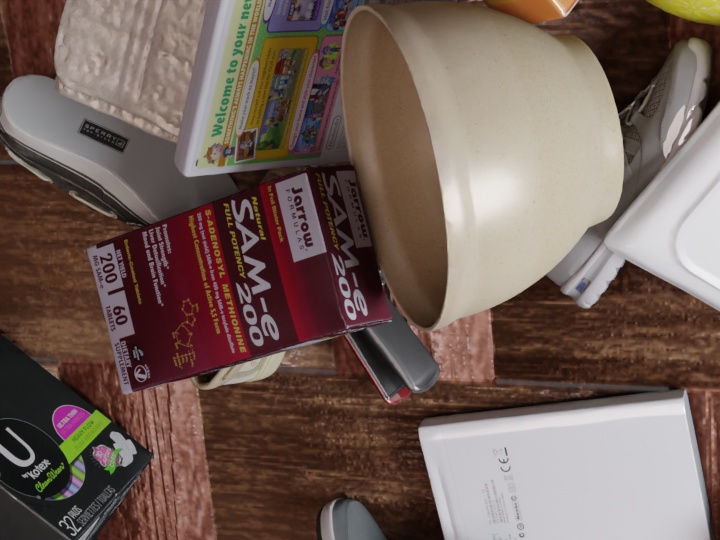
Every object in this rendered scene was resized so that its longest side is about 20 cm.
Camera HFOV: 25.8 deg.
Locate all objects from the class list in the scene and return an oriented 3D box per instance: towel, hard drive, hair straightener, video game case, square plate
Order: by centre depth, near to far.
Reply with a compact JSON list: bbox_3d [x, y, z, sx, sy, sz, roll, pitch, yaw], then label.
[{"bbox_3d":[0.290,-0.040,0.995,0.197,0.029,0.200,29,116,-20],"label":"square plate"},{"bbox_3d":[-0.020,-0.155,1.012,0.022,0.181,0.201,50,135,39],"label":"video game case"},{"bbox_3d":[-0.124,-0.186,1.031,0.132,0.034,0.201,24,114,8],"label":"towel"},{"bbox_3d":[0.000,0.000,1.134,0.077,0.041,0.201,-26,93,53],"label":"hair straightener"},{"bbox_3d":[0.152,0.162,1.157,0.198,0.027,0.133,-8,106,21],"label":"hard drive"}]

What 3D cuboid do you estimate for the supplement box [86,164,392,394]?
[{"bbox_3d":[-0.085,0.008,1.063,0.199,0.061,0.110,-18,85,32],"label":"supplement box"}]

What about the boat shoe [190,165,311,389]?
[{"bbox_3d":[-0.077,0.008,1.129,0.072,0.065,0.201,46,133,28],"label":"boat shoe"}]

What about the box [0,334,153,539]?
[{"bbox_3d":[-0.295,0.154,1.231,0.199,0.149,0.125,38,117,2],"label":"box"}]

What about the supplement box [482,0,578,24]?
[{"bbox_3d":[0.062,-0.240,0.948,0.200,0.069,0.066,47,157,-24],"label":"supplement box"}]

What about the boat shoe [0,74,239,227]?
[{"bbox_3d":[-0.177,-0.074,1.161,0.199,0.071,0.064,31,149,-4],"label":"boat shoe"}]

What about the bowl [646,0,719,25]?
[{"bbox_3d":[0.224,-0.236,0.943,0.198,0.108,0.202,6,112,15],"label":"bowl"}]

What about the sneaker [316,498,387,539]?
[{"bbox_3d":[0.051,0.233,1.158,0.121,0.083,0.201,-42,64,25],"label":"sneaker"}]

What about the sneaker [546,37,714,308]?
[{"bbox_3d":[0.166,-0.070,1.040,0.082,0.075,0.201,30,116,4],"label":"sneaker"}]

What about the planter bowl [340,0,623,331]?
[{"bbox_3d":[0.079,-0.076,0.973,0.133,0.200,0.202,-13,108,-14],"label":"planter bowl"}]
